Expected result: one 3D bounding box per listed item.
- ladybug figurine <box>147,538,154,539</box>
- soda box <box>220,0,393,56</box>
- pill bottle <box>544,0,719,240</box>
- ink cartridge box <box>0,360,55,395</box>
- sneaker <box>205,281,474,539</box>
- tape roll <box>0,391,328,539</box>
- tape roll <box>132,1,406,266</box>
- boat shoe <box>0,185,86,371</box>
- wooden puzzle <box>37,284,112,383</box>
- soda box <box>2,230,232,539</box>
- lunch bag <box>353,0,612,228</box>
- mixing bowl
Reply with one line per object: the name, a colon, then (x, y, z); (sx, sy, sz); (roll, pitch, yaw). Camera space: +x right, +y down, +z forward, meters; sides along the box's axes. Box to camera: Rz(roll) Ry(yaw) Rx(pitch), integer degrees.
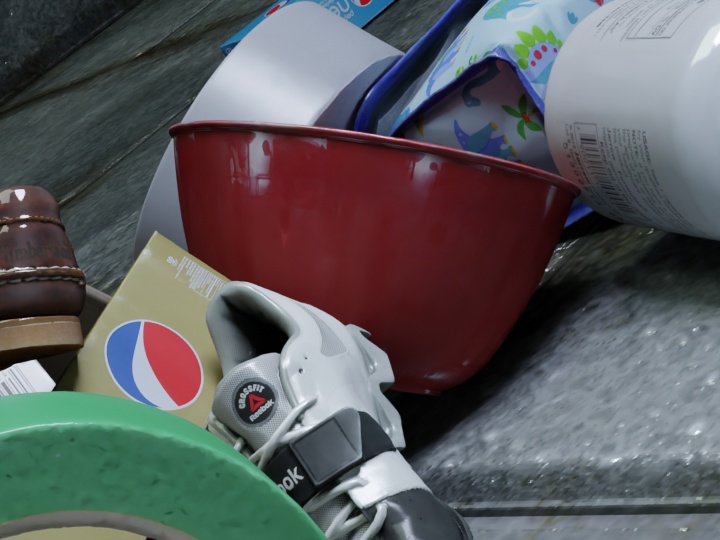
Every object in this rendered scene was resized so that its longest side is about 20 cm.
ladybug figurine: (-0.150, 0.152, 0.833); (0.200, 0.072, 0.136); (-46, -18, -39)
soda box: (-0.041, -0.254, 1.879); (0.200, 0.064, 0.068); (-42, 18, -30)
pill bottle: (0.172, -0.069, 0.844); (0.114, 0.115, 0.200); (-36, 17, -13)
ink cartridge box: (-0.231, 0.133, 1.058); (0.161, 0.050, 0.200); (-36, -21, -16)
sneaker: (-0.020, 0.079, 0.737); (0.074, 0.088, 0.200); (-45, 38, 14)
tape roll: (-0.092, 0.140, 0.573); (0.200, 0.201, 0.048); (-35, 17, -11)
tape roll: (-0.047, -0.052, 1.098); (0.201, 0.066, 0.201); (-52, -17, -23)
boat shoe: (-0.175, 0.013, 0.812); (0.070, 0.071, 0.199); (-5, -8, -39)
wooden puzzle: (-0.193, 0.062, 1.101); (0.184, 0.037, 0.200); (-26, -24, 20)
soda box: (-0.108, 0.077, 0.782); (0.068, 0.064, 0.200); (-52, 7, 41)
lunch bag: (0.084, -0.094, 1.092); (0.200, 0.128, 0.170); (-34, 12, 50)
mixing bowl: (0.000, 0.000, 0.905); (0.198, 0.109, 0.200); (8, -2, 0)
